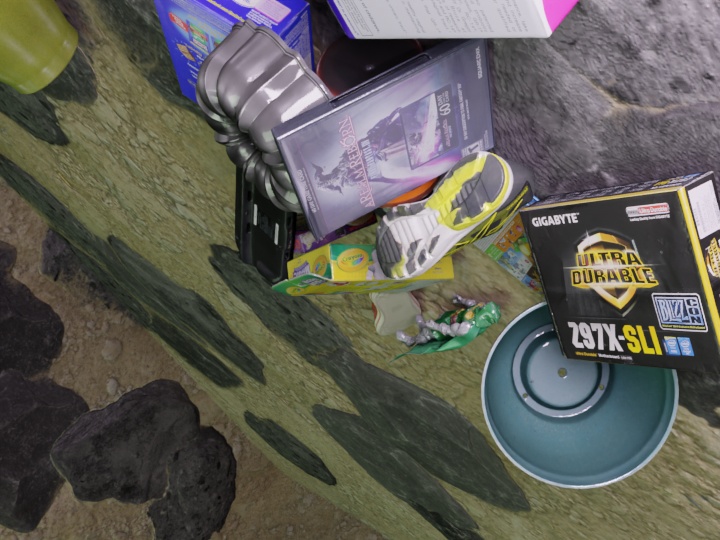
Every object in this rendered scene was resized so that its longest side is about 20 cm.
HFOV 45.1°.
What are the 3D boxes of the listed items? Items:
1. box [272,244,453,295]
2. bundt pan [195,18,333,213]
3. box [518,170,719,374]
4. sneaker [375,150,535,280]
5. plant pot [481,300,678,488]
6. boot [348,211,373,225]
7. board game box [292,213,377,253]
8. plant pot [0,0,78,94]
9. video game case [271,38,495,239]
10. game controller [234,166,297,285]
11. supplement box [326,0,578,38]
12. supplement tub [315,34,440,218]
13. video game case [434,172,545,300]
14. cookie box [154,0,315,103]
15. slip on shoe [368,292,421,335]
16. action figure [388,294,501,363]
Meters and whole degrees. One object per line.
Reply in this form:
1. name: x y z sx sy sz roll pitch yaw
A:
1. box: 0.000 0.000 1.070 0.117 0.199 0.049 -19 76 58
2. bundt pan: -0.087 -0.136 0.840 0.202 0.076 0.202 45 164 17
3. box: 0.242 0.005 0.775 0.200 0.049 0.160 -2 111 61
4. sneaker: 0.094 -0.045 0.854 0.200 0.084 0.075 -33 65 46
5. plant pot: 0.229 0.120 0.953 0.200 0.200 0.134 40 -174 1
6. boot: -0.067 -0.114 1.117 0.200 0.072 0.155 44 159 8
7. board game box: -0.078 -0.055 1.190 0.200 0.120 0.032 3 109 59
8. plant pot: -0.527 -0.367 1.267 0.200 0.201 0.193 20 164 43
9. video game case: 0.029 -0.119 0.778 0.019 0.199 0.143 56 171 35
10. game controller: -0.120 -0.069 1.098 0.104 0.042 0.201 34 140 22
11. supplement box: 0.062 -0.234 0.610 0.200 0.101 0.103 16 149 48
12. supplement tub: 0.026 -0.135 0.864 0.107 0.107 0.200 29 156 28
13. video game case: 0.164 -0.044 0.937 0.200 0.018 0.143 39 159 4
14. cookie box: -0.136 -0.243 0.968 0.171 0.075 0.200 34 158 16
15. slip on shoe: 0.044 0.041 1.269 0.200 0.074 0.061 69 180 -62
16. action figure: 0.123 0.071 1.153 0.055 0.118 0.200 55 149 -7
